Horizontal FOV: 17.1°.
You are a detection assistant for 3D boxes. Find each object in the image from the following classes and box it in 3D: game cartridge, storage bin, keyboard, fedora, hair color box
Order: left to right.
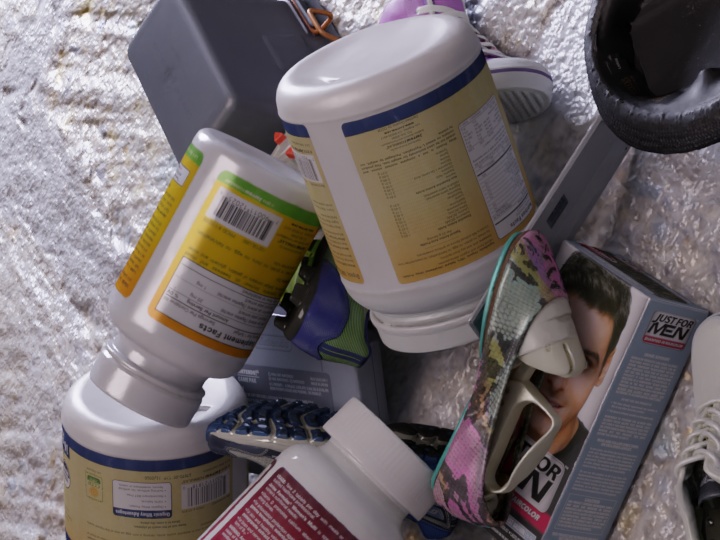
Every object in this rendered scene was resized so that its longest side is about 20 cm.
[{"bbox_3d":[-0.088,-0.147,1.899,0.146,0.134,0.200,-53,45,28],"label":"storage bin"},{"bbox_3d":[-0.049,0.094,1.831,0.200,0.040,0.134,4,108,51],"label":"game cartridge"},{"bbox_3d":[0.133,-0.037,1.604,0.011,0.056,0.200,25,77,34],"label":"keyboard"},{"bbox_3d":[0.144,0.092,1.606,0.099,0.061,0.200,37,108,49],"label":"hair color box"},{"bbox_3d":[0.238,-0.156,1.531,0.200,0.092,0.201,-17,67,47],"label":"fedora"}]

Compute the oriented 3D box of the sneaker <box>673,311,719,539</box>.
[{"bbox_3d":[0.230,0.116,1.484,0.073,0.071,0.200,-30,58,43],"label":"sneaker"}]

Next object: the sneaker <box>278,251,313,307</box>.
[{"bbox_3d":[-0.067,0.004,1.879,0.200,0.076,0.076,16,91,50],"label":"sneaker"}]

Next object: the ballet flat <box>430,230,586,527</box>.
[{"bbox_3d":[0.105,0.076,1.567,0.071,0.069,0.200,25,105,33],"label":"ballet flat"}]

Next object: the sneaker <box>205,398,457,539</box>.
[{"bbox_3d":[-0.019,0.150,1.721,0.200,0.077,0.085,11,106,13],"label":"sneaker"}]

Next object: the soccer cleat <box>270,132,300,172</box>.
[{"bbox_3d":[-0.072,-0.042,1.827,0.200,0.078,0.069,-43,41,10],"label":"soccer cleat"}]

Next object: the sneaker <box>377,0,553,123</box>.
[{"bbox_3d":[0.069,-0.166,1.763,0.200,0.073,0.114,1,78,51],"label":"sneaker"}]

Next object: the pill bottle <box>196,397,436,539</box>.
[{"bbox_3d":[-0.041,0.188,1.624,0.200,0.110,0.110,-46,42,-4],"label":"pill bottle"}]

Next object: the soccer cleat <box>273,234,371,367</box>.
[{"bbox_3d":[0.000,0.001,1.774,0.065,0.084,0.200,-57,5,39],"label":"soccer cleat"}]

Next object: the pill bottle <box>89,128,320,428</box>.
[{"bbox_3d":[-0.114,0.008,1.736,0.111,0.111,0.200,37,101,49],"label":"pill bottle"}]

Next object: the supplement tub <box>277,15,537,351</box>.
[{"bbox_3d":[0.039,-0.059,1.647,0.144,0.144,0.200,7,123,51],"label":"supplement tub"}]

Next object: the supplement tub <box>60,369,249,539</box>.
[{"bbox_3d":[-0.157,0.182,1.850,0.144,0.144,0.200,34,130,50],"label":"supplement tub"}]
